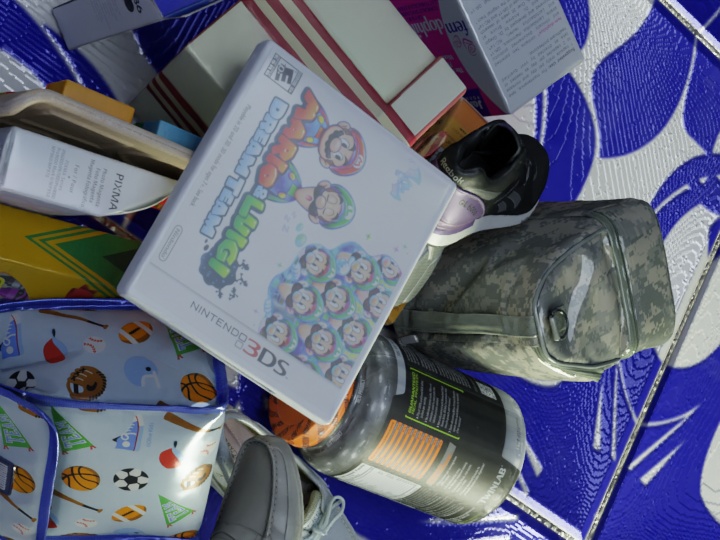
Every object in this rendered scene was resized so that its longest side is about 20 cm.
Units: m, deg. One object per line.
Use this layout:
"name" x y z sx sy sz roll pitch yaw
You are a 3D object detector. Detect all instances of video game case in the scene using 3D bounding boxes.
"video game case" -0.045 -0.024 1.076 0.182 0.024 0.201 35 75 -26

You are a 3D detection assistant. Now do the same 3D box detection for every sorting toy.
"sorting toy" -0.187 -0.095 1.110 0.199 0.185 0.037 17 82 -34

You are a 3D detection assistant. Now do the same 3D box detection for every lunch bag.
"lunch bag" 0.140 0.023 1.324 0.167 0.199 0.141 -18 102 -38
"lunch bag" -0.202 0.111 1.103 0.198 0.171 0.124 5 44 -13

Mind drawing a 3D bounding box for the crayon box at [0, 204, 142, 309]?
"crayon box" -0.236 0.019 1.119 0.199 0.127 0.051 15 47 -31

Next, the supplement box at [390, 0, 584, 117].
"supplement box" 0.093 -0.241 1.344 0.103 0.101 0.201 -38 110 -26

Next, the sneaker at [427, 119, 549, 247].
"sneaker" 0.113 -0.082 1.254 0.076 0.088 0.200 48 37 9

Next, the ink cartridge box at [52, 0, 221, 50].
"ink cartridge box" -0.140 -0.204 1.133 0.099 0.199 0.039 -29 107 -30

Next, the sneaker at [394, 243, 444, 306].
"sneaker" 0.000 0.000 1.233 0.080 0.071 0.200 37 51 18

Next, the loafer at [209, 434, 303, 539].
"loafer" -0.090 0.221 1.172 0.070 0.070 0.202 21 69 -44

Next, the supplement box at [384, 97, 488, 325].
"supplement box" 0.040 -0.051 1.334 0.069 0.066 0.201 41 69 -27

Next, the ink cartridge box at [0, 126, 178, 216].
"ink cartridge box" -0.193 -0.050 1.123 0.199 0.162 0.058 22 79 -31

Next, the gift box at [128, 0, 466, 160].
"gift box" -0.045 -0.123 1.214 0.184 0.200 0.187 -43 97 -20

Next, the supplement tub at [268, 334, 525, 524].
"supplement tub" 0.030 0.126 1.297 0.199 0.122 0.123 26 77 -30

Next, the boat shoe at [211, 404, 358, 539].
"boat shoe" -0.066 0.182 1.269 0.074 0.065 0.202 -48 114 -23
